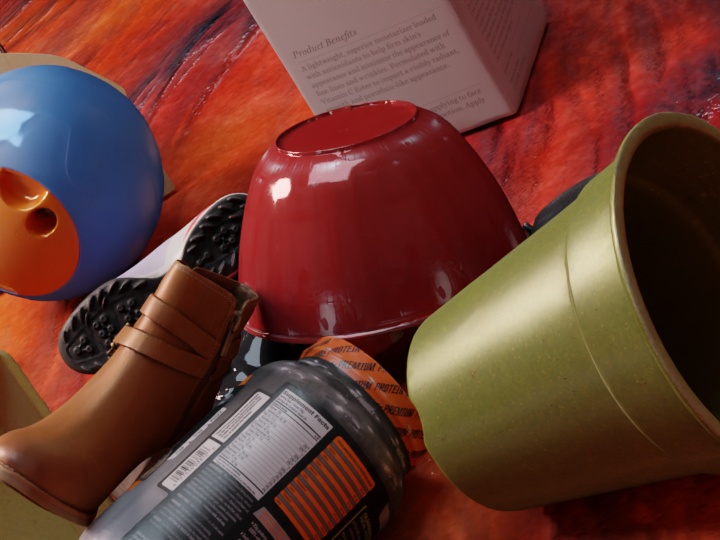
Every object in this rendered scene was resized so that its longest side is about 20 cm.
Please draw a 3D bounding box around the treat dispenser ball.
[{"bbox_3d":[-0.268,-0.074,1.733,0.200,0.201,0.201,-26,25,13],"label":"treat dispenser ball"}]

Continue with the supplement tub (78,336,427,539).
[{"bbox_3d":[-0.059,0.139,1.191,0.200,0.123,0.122,-42,26,-22],"label":"supplement tub"}]

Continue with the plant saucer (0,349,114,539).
[{"bbox_3d":[-0.251,0.185,1.273,0.199,0.200,0.048,-35,-6,-15],"label":"plant saucer"}]

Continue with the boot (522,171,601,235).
[{"bbox_3d":[0.169,-0.017,1.274,0.199,0.069,0.175,-19,29,32],"label":"boot"}]

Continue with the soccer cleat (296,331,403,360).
[{"bbox_3d":[0.000,0.000,1.452,0.076,0.067,0.201,-26,28,25],"label":"soccer cleat"}]

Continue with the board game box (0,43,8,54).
[{"bbox_3d":[-0.357,-0.098,1.877,0.165,0.201,0.057,-35,12,-7],"label":"board game box"}]

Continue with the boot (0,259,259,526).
[{"bbox_3d":[-0.139,0.065,1.198,0.155,0.073,0.200,-59,-14,8],"label":"boot"}]

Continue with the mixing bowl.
[{"bbox_3d":[0.004,-0.043,1.302,0.199,0.109,0.200,-13,20,5],"label":"mixing bowl"}]

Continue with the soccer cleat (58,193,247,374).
[{"bbox_3d":[-0.156,0.014,1.622,0.200,0.068,0.073,-40,2,-8],"label":"soccer cleat"}]

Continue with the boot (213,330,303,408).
[{"bbox_3d":[-0.119,0.116,1.373,0.165,0.065,0.201,-26,35,55],"label":"boot"}]

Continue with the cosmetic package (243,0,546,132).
[{"bbox_3d":[0.029,-0.222,1.659,0.164,0.201,0.165,-18,28,27],"label":"cosmetic package"}]

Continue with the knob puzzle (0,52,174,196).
[{"bbox_3d":[-0.297,-0.110,1.843,0.219,0.220,0.030,-34,11,-3],"label":"knob puzzle"}]

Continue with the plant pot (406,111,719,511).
[{"bbox_3d":[0.131,0.044,1.098,0.189,0.200,0.200,-29,22,39],"label":"plant pot"}]
